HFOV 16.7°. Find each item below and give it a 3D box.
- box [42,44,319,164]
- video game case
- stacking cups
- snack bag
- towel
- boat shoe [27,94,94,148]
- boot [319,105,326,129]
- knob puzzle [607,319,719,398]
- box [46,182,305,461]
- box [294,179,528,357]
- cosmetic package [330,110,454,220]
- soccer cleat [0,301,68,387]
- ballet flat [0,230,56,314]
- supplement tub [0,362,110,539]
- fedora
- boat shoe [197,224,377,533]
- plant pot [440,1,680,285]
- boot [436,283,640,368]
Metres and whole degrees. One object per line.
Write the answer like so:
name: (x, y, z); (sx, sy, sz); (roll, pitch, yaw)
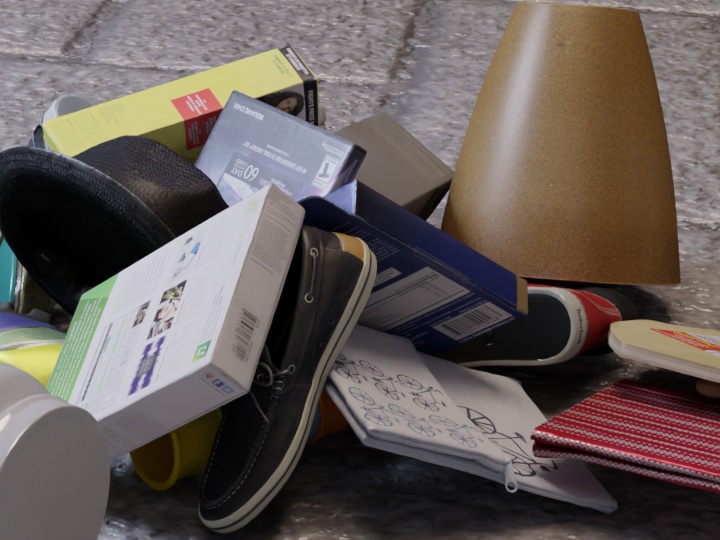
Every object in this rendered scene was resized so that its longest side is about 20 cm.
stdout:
box: (-0.128, -0.096, 1.778); (0.199, 0.076, 0.050); (-18, 44, -20)
video game case: (-0.088, -0.016, 1.694); (0.019, 0.201, 0.143); (29, -2, -44)
stacking cups: (-0.052, 0.093, 1.587); (0.199, 0.061, 0.060); (-11, 25, -34)
snack bag: (0.057, 0.087, 1.563); (0.199, 0.022, 0.189); (19, 16, -26)
towel: (0.204, 0.108, 1.569); (0.144, 0.023, 0.200); (12, 11, 22)
boat shoe: (-0.190, -0.035, 1.830); (0.073, 0.068, 0.200); (-15, 64, -52)
boot: (-0.106, -0.095, 1.969); (0.199, 0.096, 0.073); (2, 11, 30)
knob puzzle: (0.251, 0.070, 1.664); (0.218, 0.031, 0.220); (12, 8, -2)
box: (-0.124, 0.043, 1.508); (0.199, 0.036, 0.145); (-26, 35, 41)
box: (0.000, 0.000, 1.592); (0.121, 0.033, 0.199); (-25, -39, 37)
cosmetic package: (-0.011, -0.043, 1.798); (0.090, 0.107, 0.200); (40, 21, 4)
soccer cleat: (-0.179, 0.079, 1.627); (0.199, 0.065, 0.084); (12, 49, 14)
ballet flat: (-0.246, -0.005, 1.811); (0.070, 0.071, 0.200); (-5, 23, -17)
supplement tub: (-0.257, 0.112, 1.395); (0.199, 0.145, 0.144); (13, 24, 27)
fedora: (-0.156, -0.033, 1.665); (0.200, 0.201, 0.092); (19, 53, 36)
boat shoe: (-0.057, 0.063, 1.499); (0.062, 0.201, 0.074); (29, -8, -31)
plant pot: (0.156, -0.096, 1.831); (0.185, 0.202, 0.186); (5, 3, 0)
boot: (0.092, 0.036, 1.753); (0.199, 0.073, 0.144); (3, 3, 28)
